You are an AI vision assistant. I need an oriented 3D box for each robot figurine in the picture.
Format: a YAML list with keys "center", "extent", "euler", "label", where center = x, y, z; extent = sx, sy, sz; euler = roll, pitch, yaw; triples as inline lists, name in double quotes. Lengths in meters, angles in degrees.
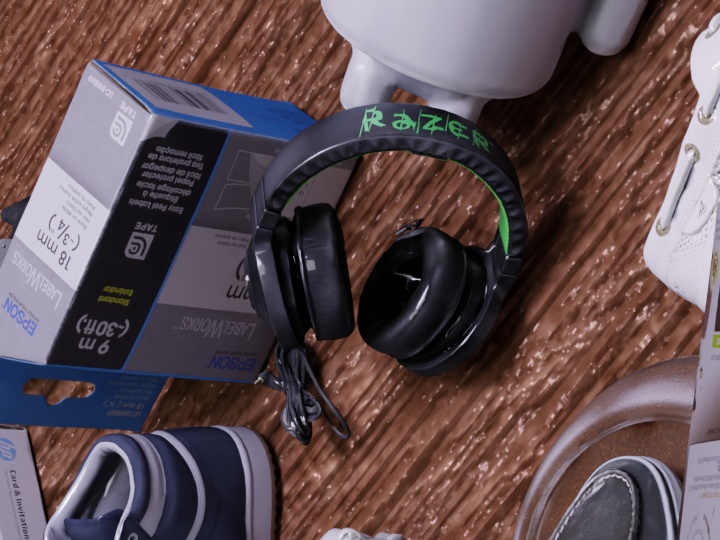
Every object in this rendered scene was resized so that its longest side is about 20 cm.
- center: [0.052, -0.156, 1.011]
  extent: [0.113, 0.169, 0.200]
  euler: [-79, 10, -65]
  label: "robot figurine"

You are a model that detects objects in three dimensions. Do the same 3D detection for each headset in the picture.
- center: [0.000, 0.000, 1.058]
  extent: [0.094, 0.123, 0.200]
  euler: [-98, 24, -50]
  label: "headset"

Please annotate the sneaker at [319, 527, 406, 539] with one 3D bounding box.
- center: [0.005, 0.152, 1.033]
  extent: [0.200, 0.074, 0.087]
  euler: [-31, 54, 50]
  label: "sneaker"

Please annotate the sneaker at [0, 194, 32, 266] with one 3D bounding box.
- center: [-0.158, -0.013, 1.233]
  extent: [0.199, 0.071, 0.083]
  euler: [-35, 67, 38]
  label: "sneaker"

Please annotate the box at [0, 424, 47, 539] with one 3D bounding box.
- center: [-0.228, 0.210, 1.286]
  extent: [0.156, 0.041, 0.201]
  euler: [-35, 62, 35]
  label: "box"

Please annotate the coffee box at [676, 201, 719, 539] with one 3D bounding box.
- center: [0.181, 0.079, 0.847]
  extent: [0.080, 0.113, 0.201]
  euler: [162, 116, -85]
  label: "coffee box"

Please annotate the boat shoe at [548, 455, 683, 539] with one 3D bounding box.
- center: [0.077, 0.151, 0.889]
  extent: [0.072, 0.071, 0.200]
  euler: [-12, 47, 44]
  label: "boat shoe"

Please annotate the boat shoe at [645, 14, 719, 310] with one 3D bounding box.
- center: [0.163, -0.080, 0.920]
  extent: [0.069, 0.071, 0.201]
  euler: [30, 105, 39]
  label: "boat shoe"

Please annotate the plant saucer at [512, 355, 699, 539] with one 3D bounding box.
- center: [0.132, 0.135, 0.957]
  extent: [0.200, 0.032, 0.201]
  euler: [-8, 78, 44]
  label: "plant saucer"

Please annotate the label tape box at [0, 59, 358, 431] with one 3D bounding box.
- center: [-0.104, 0.008, 1.128]
  extent: [0.063, 0.144, 0.200]
  euler: [38, 110, 38]
  label: "label tape box"

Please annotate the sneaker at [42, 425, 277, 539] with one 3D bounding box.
- center: [-0.095, 0.173, 1.115]
  extent: [0.070, 0.108, 0.201]
  euler: [-14, 74, 42]
  label: "sneaker"
